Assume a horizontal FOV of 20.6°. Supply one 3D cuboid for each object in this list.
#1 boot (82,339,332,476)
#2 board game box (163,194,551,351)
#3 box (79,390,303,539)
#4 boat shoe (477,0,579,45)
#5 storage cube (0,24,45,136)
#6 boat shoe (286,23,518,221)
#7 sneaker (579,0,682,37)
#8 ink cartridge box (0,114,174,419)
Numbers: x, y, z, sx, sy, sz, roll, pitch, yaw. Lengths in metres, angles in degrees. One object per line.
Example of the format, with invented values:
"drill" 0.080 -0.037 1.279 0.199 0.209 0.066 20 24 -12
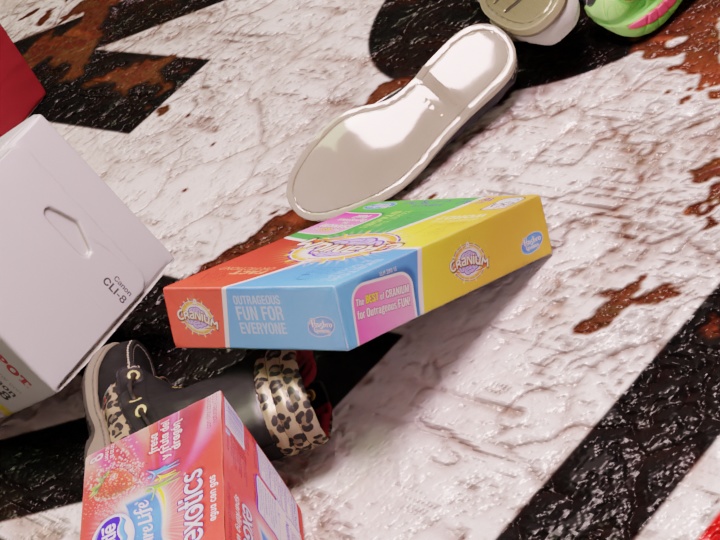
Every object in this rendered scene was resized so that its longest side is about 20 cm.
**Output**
"boot" -0.099 0.084 1.265 0.150 0.073 0.200 -24 22 6
"board game box" 0.000 0.000 1.248 0.153 0.040 0.200 -1 16 43
"box" -0.090 0.174 1.085 0.095 0.103 0.200 -27 30 11
"boat shoe" 0.127 -0.210 1.497 0.075 0.068 0.200 -41 28 9
"storage cube" -0.440 -0.172 1.884 0.200 0.180 0.171 -10 36 33
"boat shoe" 0.034 -0.099 1.454 0.200 0.073 0.063 -39 -14 -2
"sneaker" 0.234 -0.253 1.457 0.200 0.077 0.084 -39 33 -15
"ink cartridge box" -0.262 0.010 1.409 0.200 0.145 0.145 -25 22 53
